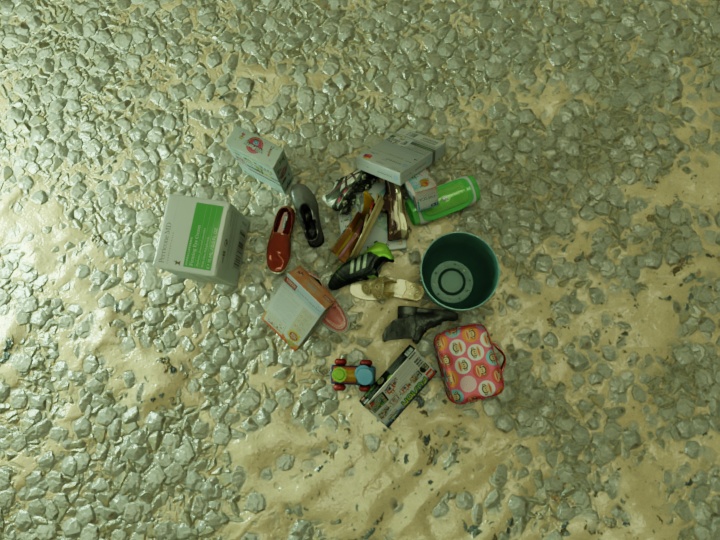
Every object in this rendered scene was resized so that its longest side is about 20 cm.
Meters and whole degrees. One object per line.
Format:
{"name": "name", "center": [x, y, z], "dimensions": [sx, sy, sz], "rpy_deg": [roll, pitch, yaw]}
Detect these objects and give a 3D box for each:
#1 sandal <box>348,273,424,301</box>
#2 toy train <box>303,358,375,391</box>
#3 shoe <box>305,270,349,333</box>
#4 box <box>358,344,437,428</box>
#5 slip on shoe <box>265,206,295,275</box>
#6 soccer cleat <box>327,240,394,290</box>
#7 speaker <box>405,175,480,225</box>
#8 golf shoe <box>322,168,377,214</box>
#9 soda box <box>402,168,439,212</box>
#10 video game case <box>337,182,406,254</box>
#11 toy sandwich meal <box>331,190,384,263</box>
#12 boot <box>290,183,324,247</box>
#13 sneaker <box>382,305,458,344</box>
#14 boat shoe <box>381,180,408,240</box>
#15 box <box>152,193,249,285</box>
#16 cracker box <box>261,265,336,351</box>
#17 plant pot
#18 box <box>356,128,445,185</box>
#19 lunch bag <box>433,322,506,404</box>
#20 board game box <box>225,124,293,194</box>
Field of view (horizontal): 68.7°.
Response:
{"name": "sandal", "center": [0.072, 0.045, 1.445], "dimensions": [0.210, 0.070, 0.078], "rpy_deg": [6, 80, 2]}
{"name": "toy train", "center": [-0.059, 0.274, 1.385], "dimensions": [0.198, 0.116, 0.085], "rpy_deg": [2, 80, 2]}
{"name": "shoe", "center": [-0.104, 0.086, 1.431], "dimensions": [0.071, 0.091, 0.200], "rpy_deg": [-38, 81, -5]}
{"name": "box", "center": [0.101, 0.305, 1.388], "dimensions": [0.200, 0.035, 0.110], "rpy_deg": [-46, 118, -7]}
{"name": "slip on shoe", "center": [-0.225, -0.088, 1.481], "dimensions": [0.074, 0.061, 0.202], "rpy_deg": [10, 82, 1]}
{"name": "soccer cleat", "center": [0.000, 0.000, 1.443], "dimensions": [0.199, 0.068, 0.081], "rpy_deg": [-36, 60, 4]}
{"name": "speaker", "center": [0.230, -0.196, 1.477], "dimensions": [0.199, 0.088, 0.089], "rpy_deg": [-22, 80, -2]}
{"name": "golf shoe", "center": [-0.023, -0.249, 1.477], "dimensions": [0.088, 0.077, 0.200], "rpy_deg": [28, 65, 30]}
{"name": "soda box", "center": [0.151, -0.248, 1.444], "dimensions": [0.063, 0.069, 0.201], "rpy_deg": [-18, 42, -2]}
{"name": "video game case", "center": [0.028, -0.148, 1.504], "dimensions": [0.181, 0.022, 0.202], "rpy_deg": [-8, 80, 0]}
{"name": "toy sandwich meal", "center": [-0.006, -0.121, 1.399], "dimensions": [0.070, 0.205, 0.206], "rpy_deg": [26, 82, -2]}
{"name": "boot", "center": [-0.147, -0.167, 1.456], "dimensions": [0.069, 0.132, 0.201], "rpy_deg": [-23, 80, -2]}
{"name": "sneaker", "center": [0.162, 0.154, 1.432], "dimensions": [0.198, 0.060, 0.105], "rpy_deg": [6, 82, 6]}
{"name": "boat shoe", "center": [0.081, -0.180, 1.464], "dimensions": [0.071, 0.072, 0.202], "rpy_deg": [-11, 87, -2]}
{"name": "box", "center": [-0.418, -0.077, 1.413], "dimensions": [0.170, 0.200, 0.201], "rpy_deg": [9, 81, 5]}
{"name": "cracker box", "center": [-0.165, 0.102, 1.387], "dimensions": [0.134, 0.200, 0.058], "rpy_deg": [43, 40, 8]}
{"name": "plant pot", "center": [0.252, 0.017, 1.398], "dimensions": [0.199, 0.161, 0.202], "rpy_deg": [0, 78, 2]}
{"name": "box", "center": [0.111, -0.313, 1.434], "dimensions": [0.155, 0.041, 0.200], "rpy_deg": [28, 50, 32]}
{"name": "lunch bag", "center": [0.297, 0.243, 1.399], "dimensions": [0.175, 0.082, 0.201], "rpy_deg": [-13, 80, -2]}
{"name": "board game box", "center": [-0.270, -0.299, 1.447], "dimensions": [0.147, 0.200, 0.065], "rpy_deg": [28, 82, 6]}
